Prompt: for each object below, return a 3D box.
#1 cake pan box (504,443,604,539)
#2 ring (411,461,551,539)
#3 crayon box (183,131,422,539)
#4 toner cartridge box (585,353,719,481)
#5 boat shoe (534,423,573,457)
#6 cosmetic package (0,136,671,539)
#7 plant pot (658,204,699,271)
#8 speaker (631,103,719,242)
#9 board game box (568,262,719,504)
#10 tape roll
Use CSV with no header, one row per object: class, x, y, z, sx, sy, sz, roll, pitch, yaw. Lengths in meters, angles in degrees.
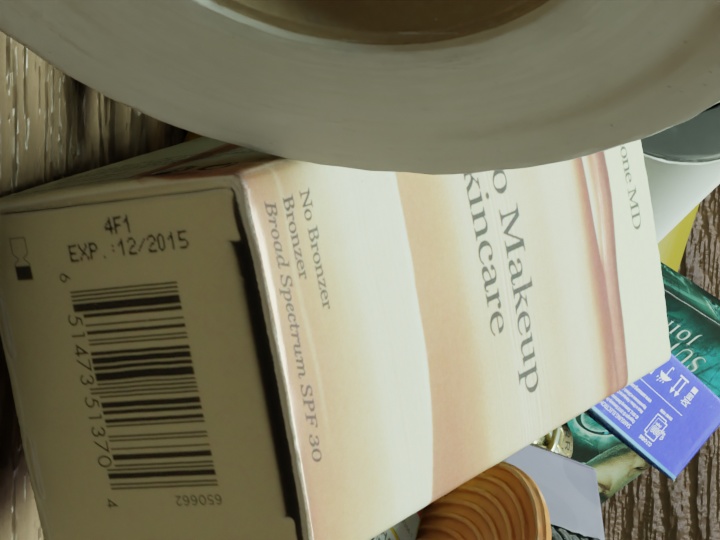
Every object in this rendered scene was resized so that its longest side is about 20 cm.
cake pan box,0.039,0.188,0.905,0.184,0.052,0.200,-92,-156,-59
ring,-0.011,0.142,0.737,0.200,0.019,0.201,-43,-163,17
crayon box,-0.021,0.024,0.769,0.127,0.051,0.200,61,25,-25
toner cartridge box,0.069,0.010,0.999,0.043,0.095,0.200,-51,128,-2
boat shoe,0.062,0.068,1.021,0.200,0.065,0.072,76,18,-73
cosmetic package,0.000,0.006,0.638,0.200,0.087,0.104,-25,106,-55
plant pot,0.095,-0.067,1.165,0.201,0.200,0.189,-73,165,-55
speaker,0.081,-0.044,0.803,0.200,0.081,0.081,120,-21,-72
board game box,0.090,0.038,1.123,0.200,0.135,0.028,30,31,-35
tape roll,0.002,-0.103,0.476,0.203,0.202,0.071,83,14,-57
